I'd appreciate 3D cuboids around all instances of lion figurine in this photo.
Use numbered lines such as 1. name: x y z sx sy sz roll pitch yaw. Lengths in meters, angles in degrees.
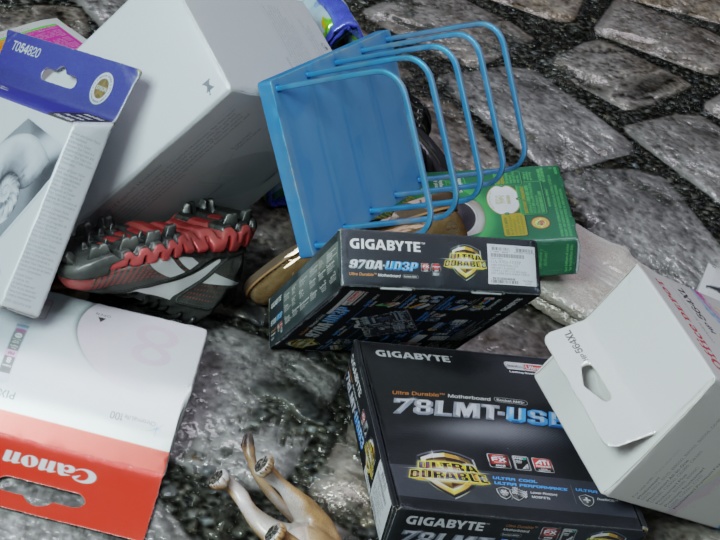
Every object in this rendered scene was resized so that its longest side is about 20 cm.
1. lion figurine: -0.035 0.193 1.020 0.122 0.072 0.200 42 17 -23

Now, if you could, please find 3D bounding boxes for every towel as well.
1. towel: 0.190 -0.001 1.440 0.199 0.035 0.132 30 35 20

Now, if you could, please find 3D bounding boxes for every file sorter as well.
1. file sorter: 0.033 -0.111 1.217 0.122 0.140 0.200 -6 16 31

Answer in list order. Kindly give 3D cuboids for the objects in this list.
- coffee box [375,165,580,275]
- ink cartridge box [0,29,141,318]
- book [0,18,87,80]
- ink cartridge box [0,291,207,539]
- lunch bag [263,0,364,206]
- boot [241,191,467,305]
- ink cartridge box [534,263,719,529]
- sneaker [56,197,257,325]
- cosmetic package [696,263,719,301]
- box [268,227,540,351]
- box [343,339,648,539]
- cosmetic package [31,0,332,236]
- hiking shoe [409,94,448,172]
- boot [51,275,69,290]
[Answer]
1. coffee box: 0.091 -0.042 1.404 0.199 0.044 0.123 -4 37 -2
2. ink cartridge box: -0.272 -0.085 1.181 0.199 0.201 0.041 20 -3 45
3. book: -0.301 -0.174 1.371 0.133 0.048 0.200 -25 28 -15
4. ink cartridge box: -0.208 0.095 1.118 0.162 0.057 0.200 14 28 -3
5. lunch bag: -0.055 -0.186 1.458 0.127 0.201 0.170 -2 38 -24
6. boot: 0.000 0.000 1.304 0.199 0.074 0.076 -19 80 -9
7. ink cartridge box: 0.242 0.098 1.167 0.199 0.125 0.129 21 29 -39
8. sneaker: -0.160 0.003 1.216 0.071 0.098 0.200 18 18 34
9. cosmetic package: 0.323 0.070 1.377 0.082 0.051 0.200 22 33 11
10. box: 0.029 0.022 1.205 0.158 0.200 0.046 3 73 -18
11. box: 0.098 0.137 1.185 0.199 0.050 0.199 7 35 -14
12. cosmetic package: -0.142 -0.129 1.264 0.200 0.199 0.123 -4 60 -61
13. hiking shoe: 0.043 -0.143 1.550 0.100 0.076 0.200 -15 43 -33
14. boot: -0.244 -0.061 1.308 0.155 0.077 0.200 37 36 26
